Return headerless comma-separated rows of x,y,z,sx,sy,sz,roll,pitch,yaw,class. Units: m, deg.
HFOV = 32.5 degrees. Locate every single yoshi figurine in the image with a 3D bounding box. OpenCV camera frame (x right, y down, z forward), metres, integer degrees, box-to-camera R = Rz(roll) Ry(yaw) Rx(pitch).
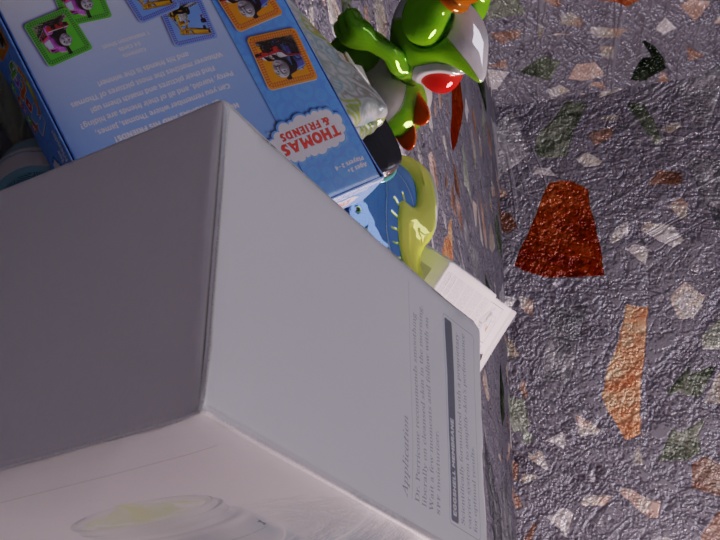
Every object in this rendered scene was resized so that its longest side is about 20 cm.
0.029,-0.177,0.924,0.201,0.111,0.113,-52,-156,41,yoshi figurine

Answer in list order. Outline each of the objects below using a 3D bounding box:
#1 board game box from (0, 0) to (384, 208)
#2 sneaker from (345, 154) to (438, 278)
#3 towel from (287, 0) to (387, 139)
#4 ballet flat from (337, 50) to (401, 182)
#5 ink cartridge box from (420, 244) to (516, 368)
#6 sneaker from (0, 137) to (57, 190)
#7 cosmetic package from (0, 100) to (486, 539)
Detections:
-0.097,-0.102,0.620,0.202,0.150,0.037,61,-31,8,board game box
0.000,0.000,0.866,0.104,0.075,0.203,25,52,-35,sneaker
-0.088,-0.131,0.752,0.172,0.048,0.199,49,33,7,towel
-0.035,-0.130,0.879,0.200,0.072,0.074,44,-23,48,ballet flat
0.046,0.071,1.009,0.162,0.050,0.200,-58,156,1,ink cartridge box
-0.143,-0.042,0.701,0.200,0.079,0.132,49,20,-53,sneaker
-0.079,0.058,0.510,0.200,0.197,0.125,39,43,-46,cosmetic package
